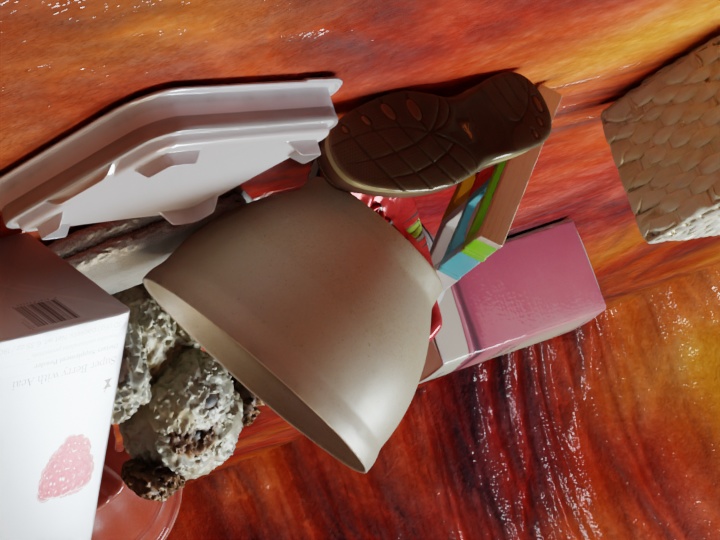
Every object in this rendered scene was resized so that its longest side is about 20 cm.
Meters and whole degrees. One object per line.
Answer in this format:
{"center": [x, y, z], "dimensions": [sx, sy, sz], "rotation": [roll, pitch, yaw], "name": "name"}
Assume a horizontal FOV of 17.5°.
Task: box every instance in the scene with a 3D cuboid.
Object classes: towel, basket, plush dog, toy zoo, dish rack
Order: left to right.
{"center": [-0.169, -0.014, 1.666], "dimensions": [0.200, 0.035, 0.133], "rotation": [-22, 170, 1], "name": "towel"}
{"center": [-0.158, 0.085, 1.800], "dimensions": [0.160, 0.172, 0.200], "rotation": [-10, -154, 47], "name": "plush dog"}
{"center": [-0.115, -0.064, 1.431], "dimensions": [0.172, 0.044, 0.200], "rotation": [-25, 170, 36], "name": "dish rack"}
{"center": [0.092, -0.054, 1.795], "dimensions": [0.020, 0.131, 0.200], "rotation": [26, 162, -8], "name": "toy zoo"}
{"center": [0.301, -0.110, 1.856], "dimensions": [0.123, 0.136, 0.200], "rotation": [-13, 169, -31], "name": "basket"}

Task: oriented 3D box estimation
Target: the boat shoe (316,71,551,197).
{"center": [0.044, -0.083, 1.601], "dimensions": [0.200, 0.072, 0.068], "rotation": [-17, 170, -42], "name": "boat shoe"}

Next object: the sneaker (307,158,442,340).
{"center": [0.023, -0.021, 1.695], "dimensions": [0.077, 0.085, 0.200], "rotation": [-30, 137, -7], "name": "sneaker"}

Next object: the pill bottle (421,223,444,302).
{"center": [0.000, 0.000, 1.891], "dimensions": [0.116, 0.117, 0.200], "rotation": [-23, 171, 15], "name": "pill bottle"}

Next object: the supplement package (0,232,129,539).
{"center": [-0.245, 0.097, 1.538], "dimensions": [0.121, 0.120, 0.200], "rotation": [-14, 126, -42], "name": "supplement package"}

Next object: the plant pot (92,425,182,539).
{"center": [-0.280, 0.189, 2.259], "dimensions": [0.200, 0.201, 0.195], "rotation": [-20, 164, -5], "name": "plant pot"}

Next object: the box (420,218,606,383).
{"center": [0.142, 0.034, 2.520], "dimensions": [0.200, 0.109, 0.128], "rotation": [-19, 172, -17], "name": "box"}

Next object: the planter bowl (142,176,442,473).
{"center": [-0.030, 0.022, 1.590], "dimensions": [0.135, 0.200, 0.200], "rotation": [-49, 177, -10], "name": "planter bowl"}
